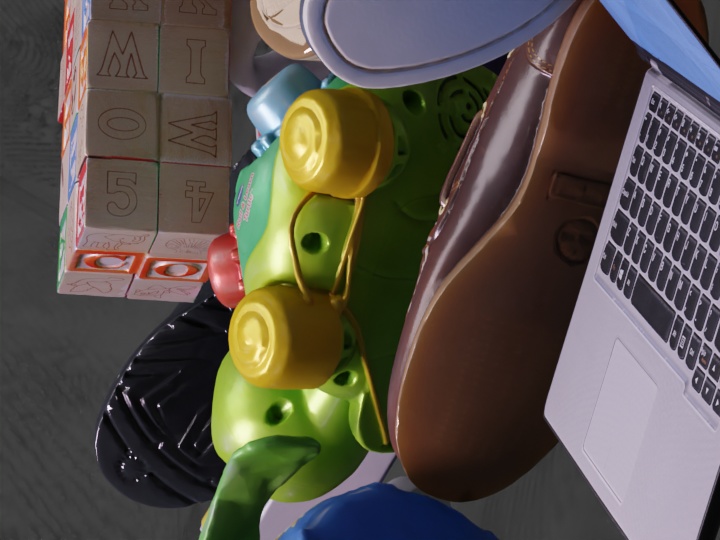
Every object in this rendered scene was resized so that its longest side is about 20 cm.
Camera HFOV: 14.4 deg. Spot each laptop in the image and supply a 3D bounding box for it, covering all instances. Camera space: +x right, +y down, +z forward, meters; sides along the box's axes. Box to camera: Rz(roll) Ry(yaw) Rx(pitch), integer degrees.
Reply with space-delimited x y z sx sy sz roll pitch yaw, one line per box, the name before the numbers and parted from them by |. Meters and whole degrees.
laptop | 0.054 -0.034 0.844 0.187 0.116 0.201 -117 43 -74

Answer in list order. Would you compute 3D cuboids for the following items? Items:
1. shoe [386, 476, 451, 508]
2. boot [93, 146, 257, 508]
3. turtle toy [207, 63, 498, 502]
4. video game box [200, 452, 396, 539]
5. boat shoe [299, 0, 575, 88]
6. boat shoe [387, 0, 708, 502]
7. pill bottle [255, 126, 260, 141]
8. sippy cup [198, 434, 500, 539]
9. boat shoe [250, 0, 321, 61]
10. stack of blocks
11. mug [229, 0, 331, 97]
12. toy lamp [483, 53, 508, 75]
shoe | -0.040 0.147 1.155 0.200 0.091 0.072 -50 -44 -46
boot | -0.049 0.013 1.320 0.200 0.076 0.168 -51 10 1
turtle toy | 0.000 0.000 1.079 0.101 0.145 0.201 34 114 47
video game box | -0.005 0.059 1.328 0.200 0.047 0.182 -59 9 2
boat shoe | 0.053 -0.135 0.959 0.200 0.075 0.062 -44 29 -11
boat shoe | 0.063 -0.018 0.999 0.200 0.070 0.070 -64 20 10
pill bottle | 0.012 -0.100 1.470 0.200 0.111 0.112 125 159 -72
sippy cup | -0.006 0.148 1.004 0.140 0.178 0.130 -40 -12 -48
boat shoe | 0.037 -0.155 1.029 0.074 0.069 0.200 42 102 38
stack of blocks | -0.089 -0.092 1.169 0.115 0.058 0.201 123 149 -68
mug | 0.018 -0.148 1.210 0.200 0.148 0.175 -42 -15 -1
toy lamp | 0.085 -0.111 1.096 0.200 0.058 0.058 111 171 -48
